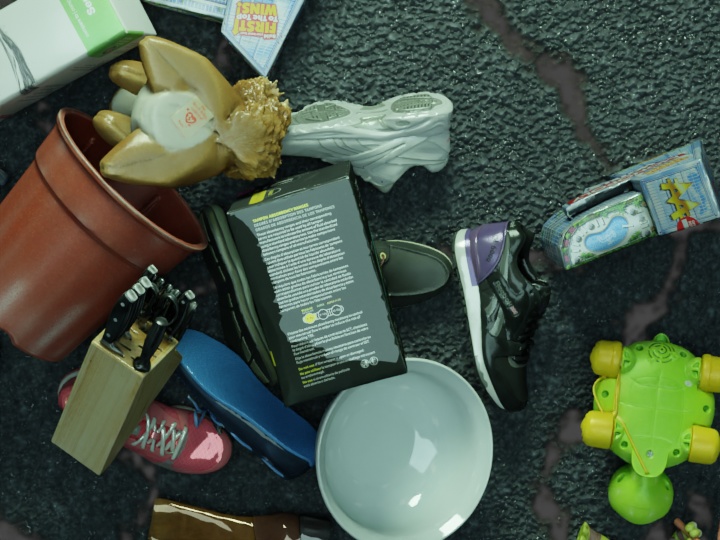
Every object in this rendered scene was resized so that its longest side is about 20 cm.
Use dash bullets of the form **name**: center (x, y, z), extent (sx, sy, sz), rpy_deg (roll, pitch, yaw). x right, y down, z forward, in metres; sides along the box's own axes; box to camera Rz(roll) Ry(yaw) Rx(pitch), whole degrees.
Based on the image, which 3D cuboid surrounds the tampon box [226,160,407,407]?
- **tampon box**: center (-0.042, 0.009, 1.649), extent (0.126, 0.150, 0.201), rpy_deg (-16, 99, 2)

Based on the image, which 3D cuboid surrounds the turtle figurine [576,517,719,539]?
- **turtle figurine**: center (0.307, 0.321, 1.780), extent (0.160, 0.064, 0.201), rpy_deg (16, 99, 5)

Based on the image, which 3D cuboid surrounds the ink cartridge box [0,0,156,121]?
- **ink cartridge box**: center (-0.322, -0.226, 1.679), extent (0.199, 0.146, 0.084), rpy_deg (-27, 95, 7)

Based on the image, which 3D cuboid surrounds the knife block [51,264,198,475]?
- **knife block**: center (-0.235, 0.096, 1.623), extent (0.064, 0.176, 0.200), rpy_deg (34, 83, 7)

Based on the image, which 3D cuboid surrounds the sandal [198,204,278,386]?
- **sandal**: center (-0.116, 0.025, 1.747), extent (0.057, 0.080, 0.202), rpy_deg (-19, 97, -25)

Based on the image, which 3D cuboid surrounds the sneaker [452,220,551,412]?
- **sneaker**: center (0.160, 0.048, 1.740), extent (0.087, 0.076, 0.201), rpy_deg (-12, 95, 23)

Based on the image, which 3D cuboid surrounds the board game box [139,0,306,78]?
- **board game box**: center (-0.126, -0.307, 1.730), extent (0.199, 0.062, 0.201), rpy_deg (13, 93, -2)

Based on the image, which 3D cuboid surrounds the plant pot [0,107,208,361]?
- **plant pot**: center (-0.294, -0.026, 1.691), extent (0.201, 0.201, 0.195), rpy_deg (45, 100, -4)

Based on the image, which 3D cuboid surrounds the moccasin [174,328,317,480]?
- **moccasin**: center (-0.134, 0.149, 1.741), extent (0.200, 0.080, 0.068), rpy_deg (44, 130, 7)

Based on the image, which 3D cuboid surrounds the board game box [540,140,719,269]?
- **board game box**: center (0.282, -0.068, 1.678), extent (0.199, 0.200, 0.062), rpy_deg (-22, 94, 0)

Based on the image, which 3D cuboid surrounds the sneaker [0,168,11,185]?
- **sneaker**: center (-0.428, -0.032, 1.740), extent (0.081, 0.074, 0.201), rpy_deg (20, 95, -6)

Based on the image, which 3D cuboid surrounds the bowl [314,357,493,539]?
- **bowl**: center (0.031, 0.185, 1.738), extent (0.200, 0.090, 0.202), rpy_deg (-2, 95, -23)

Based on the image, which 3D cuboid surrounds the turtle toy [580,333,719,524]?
- **turtle toy**: center (0.302, 0.164, 1.744), extent (0.145, 0.101, 0.201), rpy_deg (9, 78, 6)

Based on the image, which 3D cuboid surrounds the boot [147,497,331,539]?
- **boot**: center (-0.137, 0.345, 1.771), extent (0.199, 0.068, 0.190), rpy_deg (5, 94, -1)

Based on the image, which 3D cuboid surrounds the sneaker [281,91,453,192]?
- **sneaker**: center (0.001, -0.124, 1.740), extent (0.199, 0.078, 0.100), rpy_deg (-3, 117, 10)

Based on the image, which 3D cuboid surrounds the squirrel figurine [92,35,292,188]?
- **squirrel figurine**: center (-0.170, -0.145, 1.681), extent (0.199, 0.187, 0.142), rpy_deg (11, 90, -15)

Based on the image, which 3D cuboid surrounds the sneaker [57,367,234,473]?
- **sneaker**: center (-0.230, 0.168, 1.747), extent (0.199, 0.087, 0.074), rpy_deg (22, 94, -3)

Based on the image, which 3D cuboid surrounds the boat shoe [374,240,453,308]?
- **boat shoe**: center (0.000, 0.003, 1.755), extent (0.200, 0.063, 0.074), rpy_deg (4, 92, -3)
